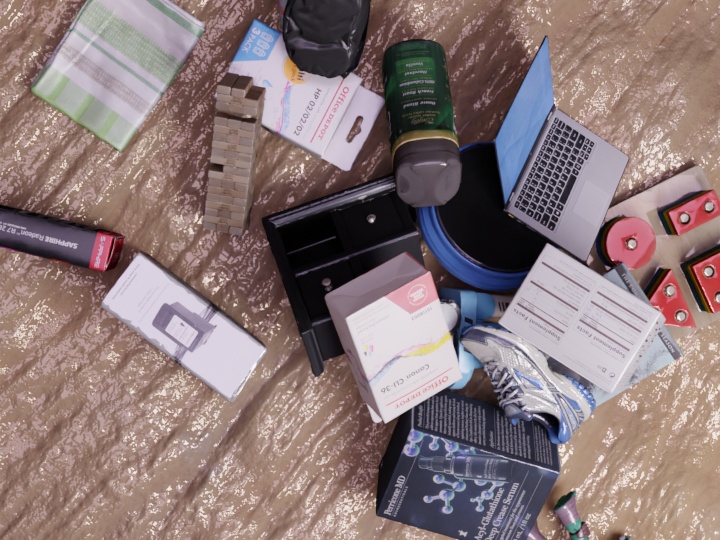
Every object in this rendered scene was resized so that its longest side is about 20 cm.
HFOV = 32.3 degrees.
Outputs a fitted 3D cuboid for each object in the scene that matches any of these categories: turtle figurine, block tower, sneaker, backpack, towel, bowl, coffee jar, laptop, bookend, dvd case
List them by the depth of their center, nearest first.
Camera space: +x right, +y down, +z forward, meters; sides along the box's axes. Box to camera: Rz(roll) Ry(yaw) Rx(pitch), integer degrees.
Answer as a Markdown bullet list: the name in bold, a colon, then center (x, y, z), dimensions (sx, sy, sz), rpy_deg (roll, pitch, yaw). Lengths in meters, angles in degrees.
- **backpack**: center (-0.038, -0.358, 1.537), dimensions (0.126, 0.201, 0.167), rpy_deg (15, 135, -9)
- **sneaker**: center (0.200, 0.143, 1.543), dimensions (0.199, 0.077, 0.085), rpy_deg (36, 70, -7)
- **bookend**: center (0.000, 0.000, 1.546), dimensions (0.197, 0.092, 0.201), rpy_deg (-18, 50, -3)
- **coffee jar**: center (0.076, -0.183, 1.553), dimensions (0.085, 0.105, 0.201), rpy_deg (-5, 58, -1)
- **block tower**: center (-0.159, -0.140, 1.558), dimensions (0.054, 0.058, 0.201), rpy_deg (11, 117, 4)
- **laptop**: center (0.259, -0.152, 1.571), dimensions (0.199, 0.116, 0.188), rpy_deg (32, 60, -6)
- **towel**: center (-0.312, -0.274, 1.594), dimensions (0.149, 0.031, 0.201), rpy_deg (34, 89, -5)
- **bowl**: center (0.172, -0.074, 1.599), dimensions (0.199, 0.039, 0.202), rpy_deg (6, 67, -15)
- **dvd case**: center (0.299, 0.101, 1.628), dimensions (0.199, 0.022, 0.147), rpy_deg (-33, 90, 17)
- **turtle figurine**: center (0.305, 0.401, 1.645), dimensions (0.149, 0.101, 0.200), rpy_deg (-38, 89, -3)

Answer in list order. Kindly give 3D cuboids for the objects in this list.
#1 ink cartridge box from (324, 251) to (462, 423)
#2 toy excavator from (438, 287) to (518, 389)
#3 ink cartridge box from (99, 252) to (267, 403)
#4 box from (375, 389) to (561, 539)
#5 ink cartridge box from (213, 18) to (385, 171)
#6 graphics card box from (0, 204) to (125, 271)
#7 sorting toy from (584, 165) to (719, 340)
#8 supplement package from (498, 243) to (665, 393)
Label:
- **ink cartridge box**: center (0.047, 0.095, 1.471), dimensions (0.116, 0.067, 0.201), rpy_deg (-28, 123, -13)
- **toy excavator**: center (0.162, 0.058, 1.628), dimensions (0.198, 0.100, 0.196), rpy_deg (3, 91, -19)
- **ink cartridge box**: center (-0.217, 0.069, 1.557), dimensions (0.200, 0.145, 0.084), rpy_deg (37, 86, -5)
- **box**: center (0.136, 0.253, 1.588), dimensions (0.199, 0.107, 0.149), rpy_deg (17, 120, -5)
- **ink cartridge box**: center (-0.075, -0.222, 1.598), dimensions (0.199, 0.068, 0.116), rpy_deg (28, 90, -5)
- **graphics card box**: center (-0.401, -0.045, 1.547), dimensions (0.198, 0.125, 0.051), rpy_deg (15, 91, -6)
- **sorting toy**: center (0.411, -0.009, 1.649), dimensions (0.198, 0.070, 0.201), rpy_deg (-25, 94, -4)
- **supplement package**: center (0.272, 0.061, 1.502), dimensions (0.155, 0.200, 0.111), rpy_deg (32, 94, 15)
